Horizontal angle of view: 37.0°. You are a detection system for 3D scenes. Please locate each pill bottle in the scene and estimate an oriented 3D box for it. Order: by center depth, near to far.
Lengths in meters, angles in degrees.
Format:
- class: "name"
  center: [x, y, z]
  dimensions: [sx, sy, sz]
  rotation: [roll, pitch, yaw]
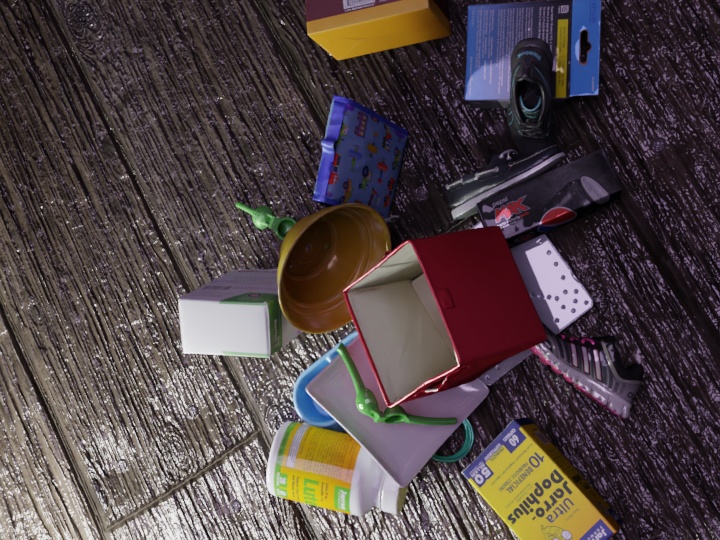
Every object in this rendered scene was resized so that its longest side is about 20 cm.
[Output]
- class: "pill bottle"
  center: [-0.030, 0.296, 1.585]
  dimensions: [0.196, 0.111, 0.113]
  rotation: [10, 87, 14]

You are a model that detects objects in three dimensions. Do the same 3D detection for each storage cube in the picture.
- class: "storage cube"
  center: [0.114, 0.059, 1.469]
  dimensions: [0.171, 0.178, 0.203]
  rotation: [-37, 69, 47]

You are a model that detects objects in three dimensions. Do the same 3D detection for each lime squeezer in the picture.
- class: "lime squeezer"
  center: [0.038, 0.186, 1.517]
  dimensions: [0.198, 0.071, 0.038]
  rotation: [32, 129, 2]
- class: "lime squeezer"
  center: [-0.127, -0.067, 1.684]
  dimensions: [0.198, 0.071, 0.038]
  rotation: [25, 75, 20]

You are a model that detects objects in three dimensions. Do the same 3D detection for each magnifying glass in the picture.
- class: "magnifying glass"
  center: [0.072, 0.220, 1.578]
  dimensions: [0.197, 0.022, 0.081]
  rotation: [22, 79, 4]

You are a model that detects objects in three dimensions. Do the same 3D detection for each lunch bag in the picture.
- class: "lunch bag"
  center: [-0.012, -0.162, 1.586]
  dimensions: [0.093, 0.200, 0.153]
  rotation: [13, 88, 19]

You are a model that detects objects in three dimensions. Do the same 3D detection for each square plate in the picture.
- class: "square plate"
  center: [0.054, 0.175, 1.558]
  dimensions: [0.200, 0.028, 0.198]
  rotation: [44, 71, 7]

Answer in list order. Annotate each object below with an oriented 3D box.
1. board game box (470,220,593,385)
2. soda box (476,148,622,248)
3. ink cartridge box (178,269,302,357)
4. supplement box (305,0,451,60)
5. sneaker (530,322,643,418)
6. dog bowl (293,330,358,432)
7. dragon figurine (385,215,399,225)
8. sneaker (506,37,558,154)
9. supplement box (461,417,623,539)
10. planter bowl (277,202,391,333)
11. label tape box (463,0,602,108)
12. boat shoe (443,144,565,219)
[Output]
- class: "board game box"
  center: [0.208, 0.030, 1.580]
  dimensions: [0.199, 0.026, 0.201]
  rotation: [-38, 73, 11]
- class: "soda box"
  center: [0.268, -0.097, 1.532]
  dimensions: [0.197, 0.063, 0.072]
  rotation: [-24, 74, 5]
- class: "ink cartridge box"
  center: [-0.162, 0.059, 1.610]
  dimensions: [0.143, 0.200, 0.089]
  rotation: [1, 105, 18]
- class: "supplement box"
  center: [0.021, -0.455, 1.643]
  dimensions: [0.194, 0.133, 0.204]
  rotation: [-8, 81, 19]
- class: "sneaker"
  center: [0.312, 0.115, 1.502]
  dimensions: [0.199, 0.074, 0.088]
  rotation: [37, 89, 5]
- class: "dog bowl"
  center: [-0.020, 0.165, 1.633]
  dimensions: [0.199, 0.049, 0.112]
  rotation: [-39, 73, 12]
- class: "dragon figurine"
  center: [0.000, 0.000, 1.634]
  dimensions: [0.198, 0.059, 0.100]
  rotation: [-33, 85, 14]
- class: "sneaker"
  center: [0.236, -0.225, 1.515]
  dimensions: [0.074, 0.202, 0.080]
  rotation: [1, 46, 16]
- class: "supplement box"
  center: [0.253, 0.315, 1.488]
  dimensions: [0.109, 0.109, 0.200]
  rotation: [-46, 72, 9]
- class: "planter bowl"
  center: [-0.057, -0.018, 1.548]
  dimensions: [0.083, 0.199, 0.202]
  rotation: [35, 96, 42]
- class: "label tape box"
  center: [0.256, -0.316, 1.581]
  dimensions: [0.196, 0.063, 0.147]
  rotation: [2, 85, 19]
- class: "boat shoe"
  center: [0.202, -0.140, 1.555]
  dimensions: [0.198, 0.075, 0.061]
  rotation: [-28, 80, 30]
